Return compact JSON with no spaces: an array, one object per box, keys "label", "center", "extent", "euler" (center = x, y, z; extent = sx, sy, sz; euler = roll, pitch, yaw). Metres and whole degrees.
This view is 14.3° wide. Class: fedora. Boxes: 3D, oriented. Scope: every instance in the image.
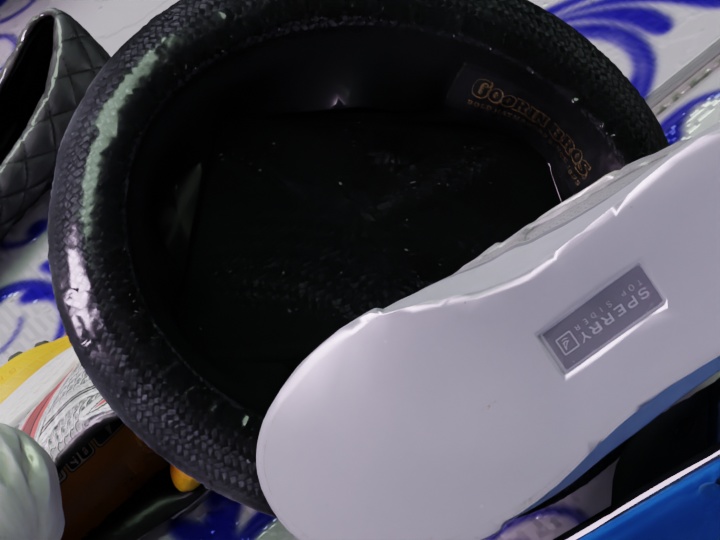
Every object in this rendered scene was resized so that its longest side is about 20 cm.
[{"label":"fedora","center":[0.000,0.000,0.902],"extent":[0.201,0.201,0.092],"euler":[-45,-4,-18]}]

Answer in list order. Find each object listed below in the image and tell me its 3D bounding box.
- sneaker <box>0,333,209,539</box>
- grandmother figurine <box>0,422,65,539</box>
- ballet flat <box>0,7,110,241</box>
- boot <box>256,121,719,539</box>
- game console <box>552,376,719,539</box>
[{"label":"sneaker","center":[-0.058,0.035,0.969],"extent":[0.200,0.078,0.082],"euler":[-51,40,-10]},{"label":"grandmother figurine","center":[-0.172,0.122,0.902],"extent":[0.200,0.061,0.121],"euler":[-42,1,8]},{"label":"ballet flat","center":[-0.170,-0.023,1.139],"extent":[0.066,0.057,0.200],"euler":[8,51,46]},{"label":"boot","center":[0.068,0.016,0.811],"extent":[0.200,0.074,0.096],"euler":[-30,-5,26]},{"label":"game console","center":[0.108,0.034,0.738],"extent":[0.200,0.118,0.171],"euler":[-33,29,31]}]
